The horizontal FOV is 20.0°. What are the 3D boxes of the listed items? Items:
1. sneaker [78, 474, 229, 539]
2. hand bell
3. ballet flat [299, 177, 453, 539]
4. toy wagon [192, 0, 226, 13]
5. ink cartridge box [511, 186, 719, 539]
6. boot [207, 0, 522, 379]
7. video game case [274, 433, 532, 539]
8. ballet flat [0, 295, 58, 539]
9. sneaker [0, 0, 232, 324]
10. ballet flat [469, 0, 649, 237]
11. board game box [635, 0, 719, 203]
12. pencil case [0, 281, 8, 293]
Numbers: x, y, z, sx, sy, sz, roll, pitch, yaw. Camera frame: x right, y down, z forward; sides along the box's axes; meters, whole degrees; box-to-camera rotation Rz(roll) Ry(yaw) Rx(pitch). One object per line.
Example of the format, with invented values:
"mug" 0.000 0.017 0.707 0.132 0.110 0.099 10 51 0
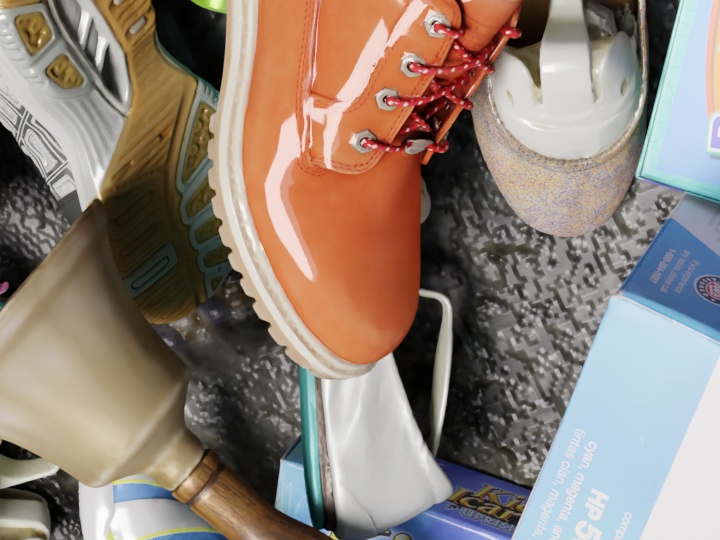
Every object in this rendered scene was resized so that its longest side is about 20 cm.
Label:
"sneaker" -0.030 0.140 0.796 0.104 0.076 0.201 -18 108 19
"hand bell" -0.054 0.080 0.733 0.200 0.104 0.104 42 121 -7
"ballet flat" 0.000 0.000 0.773 0.069 0.069 0.202 -6 94 25
"toy wagon" -0.084 -0.191 0.748 0.198 0.040 0.156 22 117 15
"ink cartridge box" 0.170 0.077 0.693 0.199 0.129 0.126 27 119 12
"boot" 0.007 -0.059 0.678 0.106 0.075 0.202 3 103 37
"video game case" 0.050 0.177 0.834 0.198 0.045 0.183 18 115 17
"ballet flat" -0.163 0.095 0.880 0.065 0.071 0.201 4 128 -10
"sneaker" -0.105 -0.069 0.780 0.087 0.076 0.201 29 150 41
"ballet flat" 0.068 -0.098 0.697 0.067 0.067 0.202 -3 111 4
"board game box" 0.204 -0.076 0.666 0.198 0.045 0.153 19 117 15
"pencil case" -0.193 -0.072 0.754 0.090 0.093 0.202 3 105 59
